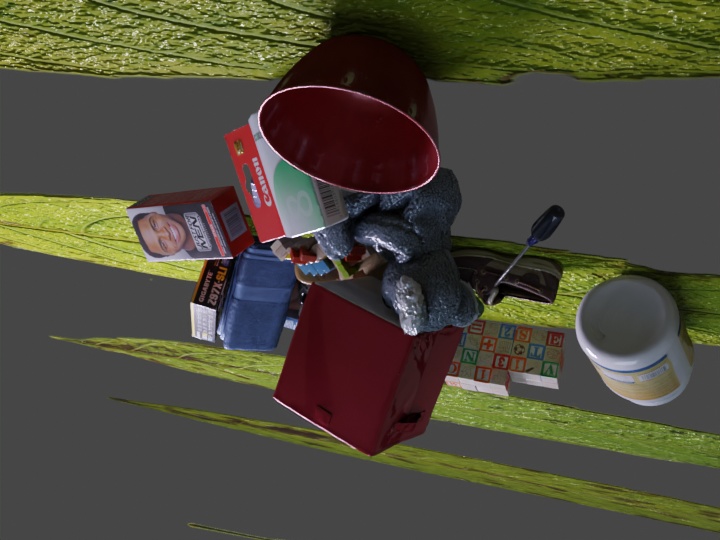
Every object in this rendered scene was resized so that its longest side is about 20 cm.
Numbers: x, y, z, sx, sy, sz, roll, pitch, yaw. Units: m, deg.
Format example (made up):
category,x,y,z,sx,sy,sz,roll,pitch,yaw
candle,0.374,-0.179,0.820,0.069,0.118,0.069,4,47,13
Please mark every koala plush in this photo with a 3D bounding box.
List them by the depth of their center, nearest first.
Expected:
category,x,y,z,sx,sy,sz,roll,pitch,yaw
koala plush,0.071,-0.012,1.116,0.183,0.201,0.177,-30,160,32

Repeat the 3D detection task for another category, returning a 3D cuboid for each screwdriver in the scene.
category,x,y,z,sx,sy,sz,roll,pitch,yaw
screwdriver,0.225,-0.031,1.201,0.028,0.029,0.200,-14,160,-26

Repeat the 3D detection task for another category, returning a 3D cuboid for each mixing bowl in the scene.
category,x,y,z,sx,sy,sz,roll,pitch,yaw
mixing bowl,0.000,-0.180,0.934,0.199,0.109,0.200,13,159,5

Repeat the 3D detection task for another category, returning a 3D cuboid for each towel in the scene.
category,x,y,z,sx,sy,sz,roll,pitch,yaw
towel,-0.170,0.040,1.474,0.111,0.201,0.049,7,-159,-25

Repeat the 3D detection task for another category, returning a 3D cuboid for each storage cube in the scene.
category,x,y,z,sx,sy,sz,roll,pitch,yaw
storage cube,0.012,0.124,1.219,0.199,0.181,0.171,27,-164,27

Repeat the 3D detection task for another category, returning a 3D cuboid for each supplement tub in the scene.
category,x,y,z,sx,sy,sz,roll,pitch,yaw
supplement tub,0.412,0.110,1.288,0.144,0.145,0.200,2,154,31

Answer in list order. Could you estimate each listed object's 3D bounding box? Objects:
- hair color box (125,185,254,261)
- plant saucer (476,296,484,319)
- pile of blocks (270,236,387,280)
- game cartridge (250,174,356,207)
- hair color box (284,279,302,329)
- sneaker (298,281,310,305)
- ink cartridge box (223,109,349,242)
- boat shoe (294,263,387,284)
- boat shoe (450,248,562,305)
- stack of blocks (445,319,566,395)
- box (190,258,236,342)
category,x,y,z,sx,sy,sz,roll,pitch,yaw
hair color box,-0.273,-0.072,1.382,0.199,0.061,0.102,-2,117,38
plant saucer,0.097,0.039,1.372,0.200,0.039,0.201,1,-161,0
pile of blocks,-0.057,-0.016,1.289,0.199,0.062,0.083,0,110,35
game cartridge,-0.063,-0.088,1.297,0.199,0.039,0.130,14,162,5
hair color box,-0.129,0.046,1.564,0.199,0.100,0.061,16,157,-1
sneaker,-0.034,0.025,1.456,0.200,0.098,0.071,-9,145,44
ink cartridge box,-0.112,-0.119,1.105,0.050,0.162,0.200,-23,-173,-42
boat shoe,0.000,0.000,1.356,0.199,0.071,0.069,8,178,21
boat shoe,0.200,0.017,1.310,0.199,0.072,0.072,7,156,21
stack of blocks,0.257,0.159,1.550,0.199,0.116,0.059,7,157,19
box,-0.249,0.020,1.506,0.049,0.160,0.200,18,159,-3
